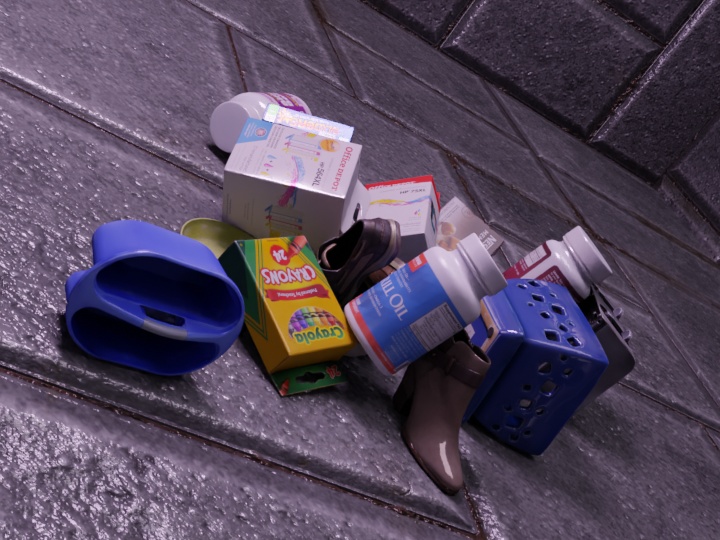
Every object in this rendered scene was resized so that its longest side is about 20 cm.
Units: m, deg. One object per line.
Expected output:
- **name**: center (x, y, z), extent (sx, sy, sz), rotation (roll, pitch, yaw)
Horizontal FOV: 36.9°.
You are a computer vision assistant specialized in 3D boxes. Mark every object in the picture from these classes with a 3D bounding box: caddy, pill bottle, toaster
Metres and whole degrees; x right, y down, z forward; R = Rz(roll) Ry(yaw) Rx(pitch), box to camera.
- **caddy**: center (-0.221, 0.036, 1.158), extent (0.199, 0.142, 0.105), rotation (20, 25, -36)
- **pill bottle**: center (0.304, 0.023, 1.775), extent (0.114, 0.199, 0.114), rotation (49, 15, -18)
- **toaster**: center (0.355, 0.129, 1.823), extent (0.119, 0.200, 0.181), rotation (43, 19, -16)
- **pill bottle**: center (0.087, 0.039, 1.408), extent (0.113, 0.199, 0.112), rotation (55, 4, -6)
- **pill bottle**: center (-0.169, -0.245, 1.830), extent (0.112, 0.113, 0.200), rotation (43, 22, 12)

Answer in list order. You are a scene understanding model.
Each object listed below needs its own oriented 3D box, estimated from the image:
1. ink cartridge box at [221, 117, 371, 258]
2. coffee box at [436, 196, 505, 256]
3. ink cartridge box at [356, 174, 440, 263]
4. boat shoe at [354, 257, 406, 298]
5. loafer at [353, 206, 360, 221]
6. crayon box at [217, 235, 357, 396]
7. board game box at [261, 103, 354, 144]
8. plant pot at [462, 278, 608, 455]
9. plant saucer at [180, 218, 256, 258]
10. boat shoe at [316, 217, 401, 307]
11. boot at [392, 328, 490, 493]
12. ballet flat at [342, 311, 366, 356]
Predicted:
- **ink cartridge box**: center (-0.086, -0.113, 1.547), extent (0.198, 0.126, 0.129), rotation (13, 45, 3)
- **coffee box**: center (0.123, -0.010, 1.731), extent (0.114, 0.080, 0.200), rotation (43, 59, 9)
- **ink cartridge box**: center (0.060, -0.083, 1.690), extent (0.201, 0.115, 0.068), rotation (-79, 157, -52)
- **boat shoe**: center (0.000, 0.000, 1.545), extent (0.200, 0.068, 0.072), rotation (24, -34, 58)
- **loafer**: center (0.025, -0.037, 1.803), extent (0.200, 0.073, 0.072), rotation (40, -12, -9)
- **crayon box**: center (-0.086, 0.053, 1.375), extent (0.126, 0.051, 0.201), rotation (-7, 63, -48)
- **board game box**: center (-0.089, -0.160, 1.644), extent (0.134, 0.201, 0.035), rotation (16, 57, 1)
- **plant pot**: center (0.219, 0.126, 1.607), extent (0.178, 0.201, 0.201), rotation (19, 28, -25)
- **plant saucer**: center (-0.163, 0.007, 1.454), extent (0.199, 0.031, 0.201), rotation (32, 24, -16)
- **boat shoe**: center (-0.027, -0.013, 1.467), extent (0.073, 0.200, 0.075), rotation (21, 43, -31)
- **boot**: center (0.119, 0.169, 1.416), extent (0.070, 0.147, 0.201), rotation (19, 29, -44)
- **ballet flat**: center (-0.002, 0.089, 1.510), extent (0.199, 0.067, 0.071), rotation (-3, 57, -53)
